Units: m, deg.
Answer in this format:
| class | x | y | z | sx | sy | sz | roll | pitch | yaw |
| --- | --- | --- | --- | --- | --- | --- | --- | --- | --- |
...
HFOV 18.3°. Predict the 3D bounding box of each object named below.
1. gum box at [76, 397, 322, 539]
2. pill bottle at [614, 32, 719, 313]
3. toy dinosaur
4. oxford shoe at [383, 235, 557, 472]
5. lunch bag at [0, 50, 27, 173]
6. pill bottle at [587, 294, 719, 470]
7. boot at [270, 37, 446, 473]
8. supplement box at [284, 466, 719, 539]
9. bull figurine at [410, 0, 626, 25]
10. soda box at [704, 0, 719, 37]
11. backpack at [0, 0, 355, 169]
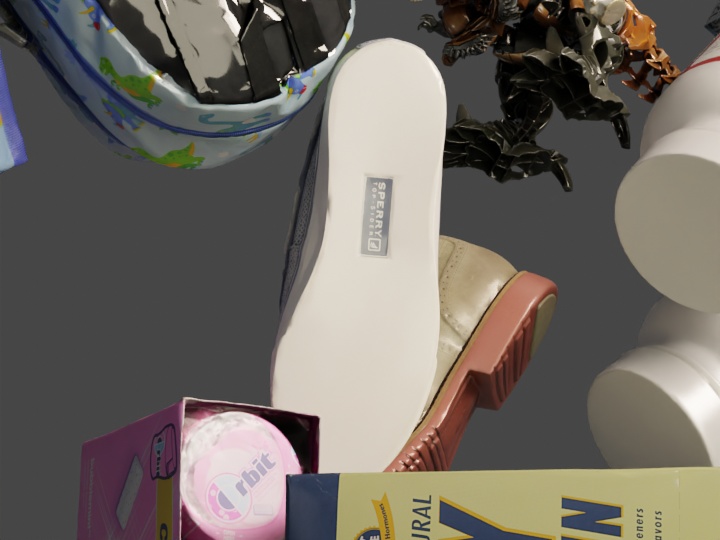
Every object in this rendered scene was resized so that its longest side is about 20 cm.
| class | x | y | z | sx | sy | sz | roll | pitch | yaw |
| --- | --- | --- | --- | --- | --- | --- | --- | --- | --- |
| gum box | -0.070 | 0.163 | 0.927 | 0.066 | 0.113 | 0.200 | 8 | 74 | -26 |
| pill bottle | 0.204 | -0.067 | 1.071 | 0.112 | 0.112 | 0.200 | 52 | 48 | -7 |
| toy dinosaur | 0.097 | -0.120 | 1.108 | 0.200 | 0.102 | 0.136 | 15 | 52 | -2 |
| oxford shoe | 0.009 | 0.070 | 1.035 | 0.075 | 0.070 | 0.200 | 31 | 66 | 19 |
| lunch bag | -0.237 | -0.098 | 0.933 | 0.151 | 0.094 | 0.200 | -24 | 102 | -31 |
| pill bottle | 0.209 | 0.037 | 1.114 | 0.200 | 0.109 | 0.109 | -32 | 93 | -31 |
| boot | 0.000 | 0.000 | 1.008 | 0.073 | 0.090 | 0.200 | 12 | 85 | -6 |
| supplement box | 0.091 | 0.156 | 0.896 | 0.200 | 0.200 | 0.134 | -2 | 77 | 15 |
| bull figurine | 0.065 | -0.174 | 1.036 | 0.200 | 0.065 | 0.121 | -3 | 43 | -34 |
| soda box | 0.268 | -0.191 | 1.230 | 0.068 | 0.064 | 0.200 | 40 | 61 | -14 |
| backpack | -0.090 | -0.144 | 0.991 | 0.163 | 0.154 | 0.200 | -30 | 71 | -36 |
